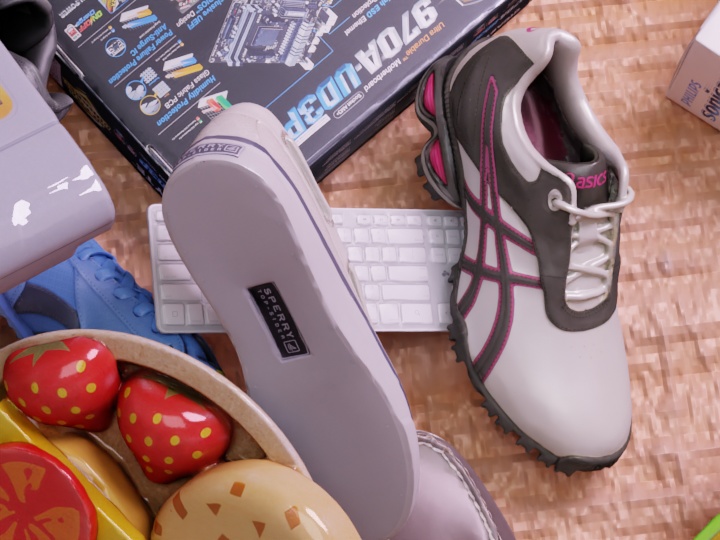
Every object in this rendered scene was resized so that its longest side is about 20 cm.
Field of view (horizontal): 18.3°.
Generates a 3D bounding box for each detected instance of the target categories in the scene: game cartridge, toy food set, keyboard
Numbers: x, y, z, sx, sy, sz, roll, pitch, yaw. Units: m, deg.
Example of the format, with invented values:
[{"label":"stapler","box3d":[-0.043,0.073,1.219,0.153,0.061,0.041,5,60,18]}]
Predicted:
[{"label":"game cartridge","box3d":[-0.204,-0.065,0.873,0.133,0.042,0.200,-28,69,-28]},{"label":"toy food set","box3d":[-0.100,0.121,0.929,0.200,0.049,0.198,44,120,1]},{"label":"keyboard","box3d":[0.000,0.000,0.994,0.200,0.011,0.056,0,71,-27]}]

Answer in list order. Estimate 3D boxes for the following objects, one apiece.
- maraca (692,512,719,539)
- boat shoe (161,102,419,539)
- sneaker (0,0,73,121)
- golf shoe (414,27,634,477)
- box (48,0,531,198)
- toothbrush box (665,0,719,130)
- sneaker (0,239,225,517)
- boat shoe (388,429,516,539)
[{"label":"maraca","box3d":[0.196,0.147,0.953,0.137,0.107,0.200,16,75,2]},{"label":"boat shoe","box3d":[-0.022,0.022,0.933,0.071,0.070,0.200,-13,118,23]},{"label":"sneaker","box3d":[-0.175,-0.111,0.995,0.085,0.074,0.200,-29,54,11]},{"label":"golf shoe","box3d":[0.081,-0.009,0.986,0.077,0.088,0.200,-14,85,-32]},{"label":"box","box3d":[-0.041,-0.128,1.047,0.200,0.046,0.159,-41,81,-12]},{"label":"toothbrush box","box3d":[0.266,-0.095,1.032,0.200,0.085,0.147,33,77,5]},{"label":"sneaker","box3d":[-0.100,0.030,0.979,0.078,0.066,0.200,-32,81,25]},{"label":"boat shoe","box3d":[0.046,0.161,0.967,0.072,0.060,0.200,-12,76,-5]}]
